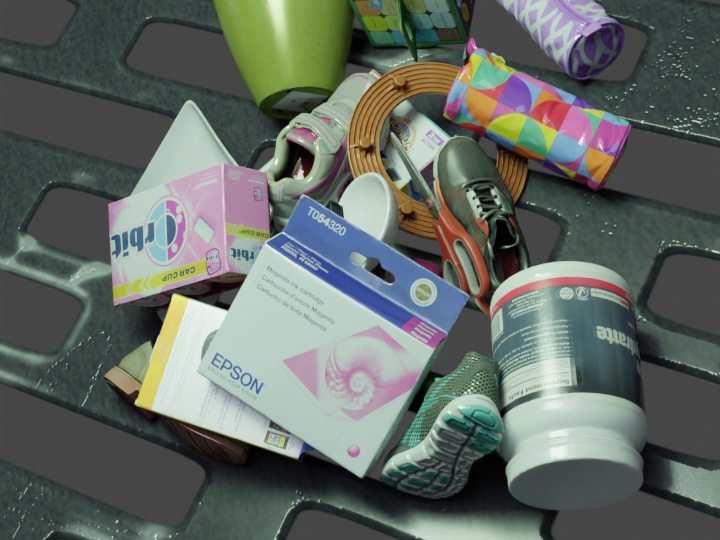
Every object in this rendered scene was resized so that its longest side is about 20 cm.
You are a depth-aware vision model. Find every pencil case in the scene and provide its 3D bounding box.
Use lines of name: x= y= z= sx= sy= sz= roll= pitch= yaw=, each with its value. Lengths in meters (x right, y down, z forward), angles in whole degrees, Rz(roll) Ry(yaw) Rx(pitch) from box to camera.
pencil case: x=0.208 y=-0.297 z=1.686 sx=0.084 sy=0.086 sz=0.200 roll=-31 pitch=56 yaw=-11
pencil case: x=0.182 y=-0.160 z=1.580 sx=0.199 sy=0.088 sz=0.089 roll=29 pitch=73 yaw=6

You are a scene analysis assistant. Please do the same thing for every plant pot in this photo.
plant pot: x=-0.080 y=-0.283 z=1.747 sx=0.185 sy=0.187 sz=0.202 roll=-12 pitch=73 yaw=14

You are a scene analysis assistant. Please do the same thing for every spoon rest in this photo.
spoon rest: x=0.000 y=0.000 z=1.512 sx=0.099 sy=0.060 sz=0.202 roll=-19 pitch=66 yaw=52

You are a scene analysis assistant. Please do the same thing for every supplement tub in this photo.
supplement tub: x=0.193 y=0.107 z=1.424 sx=0.139 sy=0.141 sz=0.202 roll=-9 pitch=59 yaw=15

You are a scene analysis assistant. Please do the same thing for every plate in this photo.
plate: x=-0.182 y=-0.050 z=1.679 sx=0.200 sy=0.032 sz=0.200 roll=-55 pitch=52 yaw=23

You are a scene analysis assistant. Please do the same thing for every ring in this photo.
ring: x=0.084 y=-0.129 z=1.615 sx=0.198 sy=0.019 sz=0.202 roll=3 pitch=71 yaw=-10

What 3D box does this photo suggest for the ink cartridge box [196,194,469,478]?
ink cartridge box: x=-0.028 y=0.061 z=1.455 sx=0.195 sy=0.043 sz=0.201 roll=31 pitch=101 yaw=12

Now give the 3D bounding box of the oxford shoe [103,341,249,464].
oxford shoe: x=-0.182 y=0.133 z=1.595 sx=0.199 sy=0.071 sz=0.074 roll=30 pitch=69 yaw=30

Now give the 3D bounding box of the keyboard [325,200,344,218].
keyboard: x=-0.068 y=0.008 z=1.582 sx=0.200 sy=0.020 sz=0.128 roll=-54 pitch=33 yaw=34

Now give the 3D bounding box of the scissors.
scissors: x=0.081 y=-0.061 z=1.548 sx=0.014 sy=0.073 sz=0.202 roll=-14 pitch=79 yaw=-28

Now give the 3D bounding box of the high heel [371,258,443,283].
high heel: x=0.048 y=0.087 z=1.556 sx=0.067 sy=0.095 sz=0.202 roll=-18 pitch=66 yaw=52

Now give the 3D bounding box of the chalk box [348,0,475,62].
chalk box: x=0.059 y=-0.334 z=1.739 sx=0.123 sy=0.125 sz=0.201 roll=1 pitch=61 yaw=21

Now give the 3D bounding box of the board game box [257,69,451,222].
board game box: x=-0.009 y=-0.108 z=1.685 sx=0.200 sy=0.040 sz=0.153 roll=-41 pitch=56 yaw=-5

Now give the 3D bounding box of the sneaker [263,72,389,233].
sneaker: x=-0.037 y=-0.135 z=1.632 sx=0.081 sy=0.088 sz=0.201 roll=19 pitch=70 yaw=29

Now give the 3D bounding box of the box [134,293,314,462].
box: x=-0.111 y=0.110 z=1.521 sx=0.198 sy=0.041 sz=0.120 roll=18 pitch=80 yaw=7

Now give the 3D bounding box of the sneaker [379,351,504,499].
sneaker: x=0.082 y=0.147 z=1.438 sx=0.077 sy=0.200 sz=0.092 roll=24 pitch=52 yaw=-15

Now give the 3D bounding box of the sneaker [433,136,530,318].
sneaker: x=0.134 y=-0.054 z=1.547 sx=0.076 sy=0.082 sz=0.201 roll=-15 pitch=73 yaw=-15

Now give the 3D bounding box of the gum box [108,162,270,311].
gum box: x=-0.186 y=-0.031 z=1.612 sx=0.199 sy=0.066 sz=0.115 roll=-15 pitch=73 yaw=41
